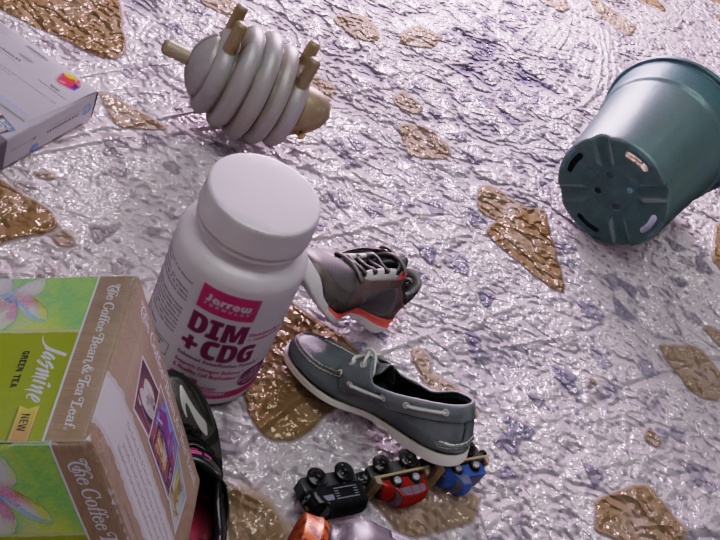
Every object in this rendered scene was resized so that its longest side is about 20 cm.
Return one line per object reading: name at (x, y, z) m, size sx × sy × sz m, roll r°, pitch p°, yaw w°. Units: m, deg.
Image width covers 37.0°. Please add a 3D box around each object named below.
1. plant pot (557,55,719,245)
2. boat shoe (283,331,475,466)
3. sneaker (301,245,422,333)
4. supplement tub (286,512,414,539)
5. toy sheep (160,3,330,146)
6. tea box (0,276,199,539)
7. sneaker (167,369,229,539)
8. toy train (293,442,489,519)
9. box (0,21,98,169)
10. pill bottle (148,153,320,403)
plant pot at (0.358, -0.142, 1.362) m, size 0.200 × 0.201 × 0.196 m, roll 39°, pitch 47°, yaw 13°
boat shoe at (0.018, 0.098, 0.964) m, size 0.199 × 0.062 × 0.073 m, roll 30°, pitch 30°, yaw 25°
sneaker at (0.000, 0.000, 1.002) m, size 0.077 × 0.082 × 0.200 m, roll 57°, pitch 13°, yaw 19°
supplement tub at (0.031, 0.259, 0.775) m, size 0.198 × 0.123 × 0.123 m, roll 24°, pitch 39°, yaw -5°
toy sheep at (-0.123, -0.209, 1.181) m, size 0.199 × 0.138 × 0.139 m, roll 25°, pitch 38°, yaw -17°
tea box at (-0.218, 0.121, 0.666) m, size 0.194 × 0.201 × 0.134 m, roll -3°, pitch 41°, yaw 6°
sneaker at (-0.130, 0.153, 0.823) m, size 0.076 × 0.084 × 0.201 m, roll 7°, pitch 44°, yaw -25°
toy train at (0.035, 0.182, 0.930) m, size 0.198 × 0.034 × 0.046 m, roll -4°, pitch 53°, yaw -34°
box at (-0.382, -0.171, 1.060) m, size 0.155 × 0.041 × 0.200 m, roll 34°, pitch 40°, yaw 7°
pill bottle at (-0.110, 0.008, 0.899) m, size 0.112 × 0.201 × 0.114 m, roll 16°, pitch 40°, yaw -14°
